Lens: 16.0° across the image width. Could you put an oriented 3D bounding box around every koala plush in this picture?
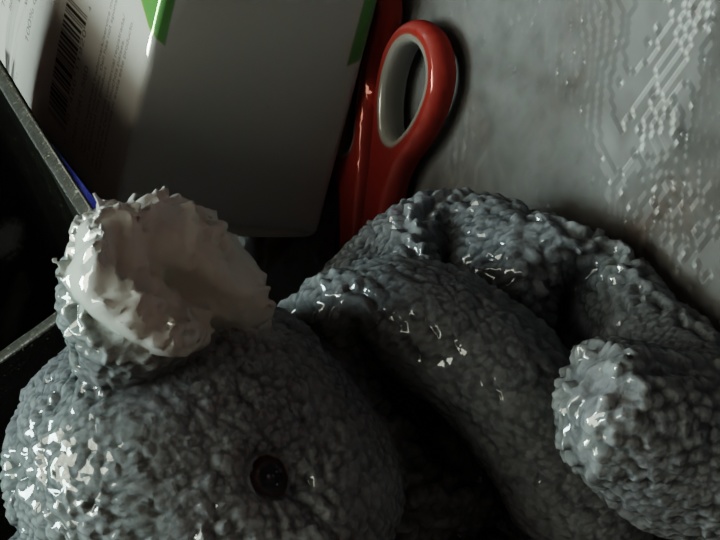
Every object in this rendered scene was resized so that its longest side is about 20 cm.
[{"bbox_3d":[-0.018,0.056,0.742,0.184,0.199,0.178,54,134,43],"label":"koala plush"}]

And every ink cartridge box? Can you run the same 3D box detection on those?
[{"bbox_3d":[-0.073,-0.120,0.931,0.200,0.084,0.147,48,129,53],"label":"ink cartridge box"}]

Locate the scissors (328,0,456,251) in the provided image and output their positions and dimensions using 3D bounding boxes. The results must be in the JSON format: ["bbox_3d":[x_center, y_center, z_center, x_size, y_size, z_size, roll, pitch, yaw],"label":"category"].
[{"bbox_3d":[0.000,0.000,0.892,0.073,0.014,0.201,29,116,53],"label":"scissors"}]

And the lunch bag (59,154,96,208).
[{"bbox_3d":[-0.173,0.004,1.110,0.200,0.093,0.151,-114,36,-48],"label":"lunch bag"}]

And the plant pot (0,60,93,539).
[{"bbox_3d":[-0.150,0.055,0.873,0.199,0.178,0.200,-37,42,0],"label":"plant pot"}]
